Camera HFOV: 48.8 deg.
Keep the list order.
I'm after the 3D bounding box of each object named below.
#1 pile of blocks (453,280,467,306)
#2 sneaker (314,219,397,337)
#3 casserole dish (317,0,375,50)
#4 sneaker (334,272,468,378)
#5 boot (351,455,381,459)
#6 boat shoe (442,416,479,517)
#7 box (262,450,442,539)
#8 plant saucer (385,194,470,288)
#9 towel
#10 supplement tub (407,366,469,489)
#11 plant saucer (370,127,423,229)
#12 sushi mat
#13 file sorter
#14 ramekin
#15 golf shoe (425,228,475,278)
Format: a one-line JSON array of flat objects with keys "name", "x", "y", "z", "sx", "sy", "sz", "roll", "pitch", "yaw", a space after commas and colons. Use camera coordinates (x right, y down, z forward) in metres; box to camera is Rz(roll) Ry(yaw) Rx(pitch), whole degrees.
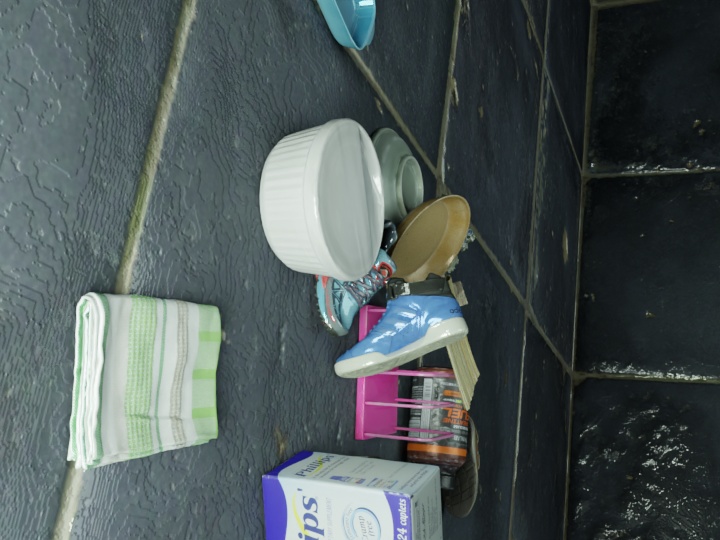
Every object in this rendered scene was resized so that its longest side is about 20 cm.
[{"name": "pile of blocks", "x": 0.142, "y": 0.047, "z": 1.459, "sx": 0.200, "sy": 0.081, "sz": 0.063, "roll": 1, "pitch": 70, "yaw": -74}, {"name": "sneaker", "x": 0.000, "y": 0.000, "z": 1.103, "sx": 0.080, "sy": 0.094, "sz": 0.202, "roll": 56, "pitch": 40, "yaw": -45}, {"name": "casserole dish", "x": -0.031, "y": -0.404, "z": 1.112, "sx": 0.201, "sy": 0.038, "sz": 0.122, "roll": 61, "pitch": 36, "yaw": -47}, {"name": "sneaker", "x": 0.045, "y": 0.073, "z": 1.130, "sx": 0.077, "sy": 0.198, "sz": 0.113, "roll": 35, "pitch": 33, "yaw": -66}, {"name": "boot", "x": 0.009, "y": 0.376, "z": 1.167, "sx": 0.182, "sy": 0.072, "sz": 0.203, "roll": 30, "pitch": 56, "yaw": -64}, {"name": "boat shoe", "x": 0.207, "y": 0.388, "z": 1.581, "sx": 0.072, "sy": 0.075, "sz": 0.203, "roll": 28, "pitch": 66, "yaw": -65}, {"name": "box", "x": -0.007, "y": 0.330, "z": 0.957, "sx": 0.105, "sy": 0.197, "sz": 0.187, "roll": -14, "pitch": 102, "yaw": -63}, {"name": "plant saucer", "x": 0.102, "y": -0.044, "z": 1.313, "sx": 0.199, "sy": 0.035, "sz": 0.202, "roll": -34, "pitch": 144, "yaw": -28}, {"name": "towel", "x": -0.193, "y": 0.101, "z": 0.756, "sx": 0.199, "sy": 0.030, "sz": 0.152, "roll": 12, "pitch": 80, "yaw": -65}, {"name": "supplement tub", "x": 0.137, "y": 0.275, "z": 1.386, "sx": 0.107, "sy": 0.105, "sz": 0.203, "roll": 31, "pitch": 61, "yaw": -61}, {"name": "plant saucer", "x": 0.064, "y": -0.133, "z": 1.301, "sx": 0.200, "sy": 0.049, "sz": 0.204, "roll": -1, "pitch": 90, "yaw": -66}, {"name": "sushi mat", "x": 0.151, "y": 0.113, "z": 1.235, "sx": 0.096, "sy": 0.012, "sz": 0.202, "roll": -62, "pitch": 140, "yaw": -50}, {"name": "file sorter", "x": 0.078, "y": 0.160, "z": 1.237, "sx": 0.139, "sy": 0.124, "sz": 0.203, "roll": 14, "pitch": 77, "yaw": -64}, {"name": "ramekin", "x": -0.048, "y": -0.087, "z": 1.002, "sx": 0.202, "sy": 0.093, "sz": 0.206, "roll": -1, "pitch": 90, "yaw": -65}, {"name": "golf shoe", "x": 0.140, "y": -0.047, "z": 1.471, "sx": 0.098, "sy": 0.078, "sz": 0.200, "roll": 54, "pitch": 35, "yaw": -13}]
